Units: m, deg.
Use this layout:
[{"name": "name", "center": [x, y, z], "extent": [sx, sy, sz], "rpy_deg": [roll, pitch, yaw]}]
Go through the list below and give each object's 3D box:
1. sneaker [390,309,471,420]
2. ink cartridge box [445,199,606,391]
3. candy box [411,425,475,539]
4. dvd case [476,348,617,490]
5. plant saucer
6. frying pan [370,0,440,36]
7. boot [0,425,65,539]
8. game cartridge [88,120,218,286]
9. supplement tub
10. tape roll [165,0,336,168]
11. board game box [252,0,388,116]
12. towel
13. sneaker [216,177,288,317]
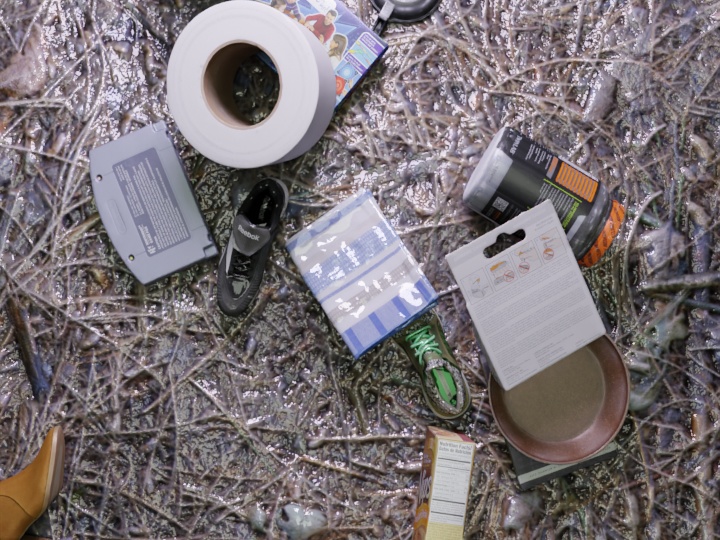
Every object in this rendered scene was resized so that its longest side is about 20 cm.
[{"name": "sneaker", "center": [0.095, 0.111, 1.152], "extent": [0.076, 0.089, 0.202], "rpy_deg": [-31, 88, -3]}, {"name": "ink cartridge box", "center": [0.212, 0.031, 1.109], "extent": [0.159, 0.050, 0.202], "rpy_deg": [-28, 101, -4]}, {"name": "candy box", "center": [0.106, 0.318, 1.127], "extent": [0.054, 0.115, 0.204], "rpy_deg": [7, 87, -3]}, {"name": "dvd case", "center": [0.262, 0.186, 1.191], "extent": [0.146, 0.016, 0.203], "rpy_deg": [-18, 87, -4]}, {"name": "plant saucer", "center": [0.269, 0.162, 1.167], "extent": [0.196, 0.037, 0.205], "rpy_deg": [0, 85, -3]}, {"name": "frying pan", "center": [0.035, -0.391, 1.210], "extent": [0.189, 0.031, 0.116], "rpy_deg": [-37, 88, -6]}, {"name": "boot", "center": [-0.477, 0.298, 1.127], "extent": [0.141, 0.071, 0.205], "rpy_deg": [10, 91, -5]}, {"name": "game cartridge", "center": [-0.293, -0.089, 1.175], "extent": [0.131, 0.041, 0.203], "rpy_deg": [-22, 88, -7]}, {"name": "supplement tub", "center": [0.249, -0.096, 1.153], "extent": [0.198, 0.123, 0.124], "rpy_deg": [31, 86, 0]}, {"name": "tape roll", "center": [-0.138, -0.239, 1.113], "extent": [0.199, 0.139, 0.207], "rpy_deg": [1, 100, 7]}, {"name": "board game box", "center": [-0.076, -0.328, 1.187], "extent": [0.200, 0.034, 0.136], "rpy_deg": [42, 94, 0]}, {"name": "towel", "center": [0.000, 0.000, 1.159], "extent": [0.146, 0.024, 0.201], "rpy_deg": [-33, 71, -2]}, {"name": "sneaker", "center": [-0.152, -0.036, 1.149], "extent": [0.065, 0.091, 0.203], "rpy_deg": [20, 86, 0]}]
